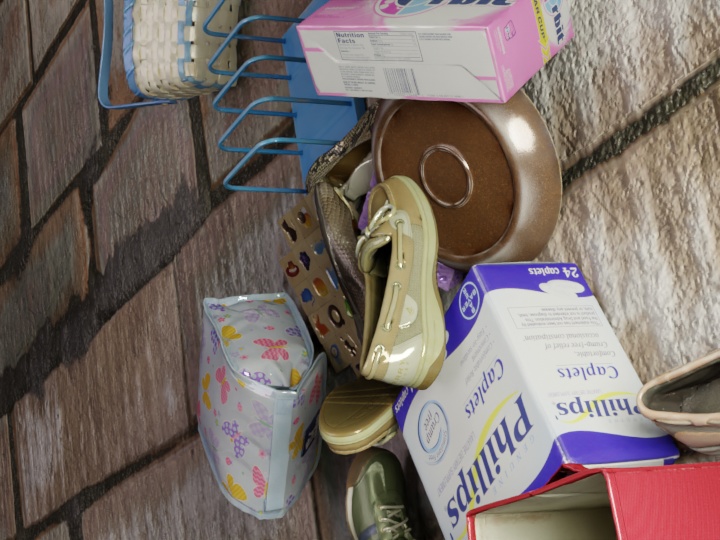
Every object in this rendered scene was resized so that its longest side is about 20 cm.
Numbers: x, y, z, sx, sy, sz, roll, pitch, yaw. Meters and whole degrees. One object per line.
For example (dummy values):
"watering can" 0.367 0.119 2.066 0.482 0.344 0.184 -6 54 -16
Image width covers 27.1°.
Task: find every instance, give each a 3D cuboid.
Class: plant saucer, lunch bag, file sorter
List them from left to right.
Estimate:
"lunch bag" -0.101 0.144 1.592 0.200 0.126 0.171 -119 30 -58
"file sorter" -0.085 -0.194 1.588 0.139 0.122 0.201 -38 57 56
"plant saucer" 0.080 -0.084 1.275 0.199 0.032 0.201 22 126 34

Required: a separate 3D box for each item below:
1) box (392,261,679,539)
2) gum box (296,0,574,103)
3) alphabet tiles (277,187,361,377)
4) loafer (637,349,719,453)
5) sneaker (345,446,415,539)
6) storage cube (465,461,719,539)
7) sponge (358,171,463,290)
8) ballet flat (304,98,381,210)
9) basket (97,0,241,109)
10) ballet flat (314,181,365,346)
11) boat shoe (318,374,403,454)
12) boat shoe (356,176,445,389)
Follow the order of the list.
"box" 0.131 0.127 1.193 0.184 0.104 0.201 -64 38 40
"gum box" 0.055 -0.193 1.207 0.199 0.113 0.066 8 128 37
"alphabet tiles" -0.017 0.020 1.501 0.201 0.006 0.166 62 147 7
"loafer" 0.258 0.074 0.971 0.200 0.063 0.072 -38 39 57
"sneaker" 0.036 0.272 1.416 0.090 0.067 0.202 1 90 54
"storage cube" 0.198 0.225 0.985 0.171 0.179 0.201 -34 59 57
"sponge" 0.066 -0.090 1.329 0.111 0.030 0.201 36 131 24
"ballet flat" -0.007 -0.096 1.488 0.200 0.068 0.076 -45 27 50
"basket" -0.247 -0.286 1.853 0.199 0.139 0.178 7 96 31
"ballet flat" 0.000 0.000 1.404 0.067 0.046 0.201 78 173 -62
"boat shoe" 0.016 0.128 1.356 0.201 0.073 0.064 -51 -45 -69
"boat shoe" 0.023 0.004 1.226 0.073 0.063 0.202 126 147 -51
